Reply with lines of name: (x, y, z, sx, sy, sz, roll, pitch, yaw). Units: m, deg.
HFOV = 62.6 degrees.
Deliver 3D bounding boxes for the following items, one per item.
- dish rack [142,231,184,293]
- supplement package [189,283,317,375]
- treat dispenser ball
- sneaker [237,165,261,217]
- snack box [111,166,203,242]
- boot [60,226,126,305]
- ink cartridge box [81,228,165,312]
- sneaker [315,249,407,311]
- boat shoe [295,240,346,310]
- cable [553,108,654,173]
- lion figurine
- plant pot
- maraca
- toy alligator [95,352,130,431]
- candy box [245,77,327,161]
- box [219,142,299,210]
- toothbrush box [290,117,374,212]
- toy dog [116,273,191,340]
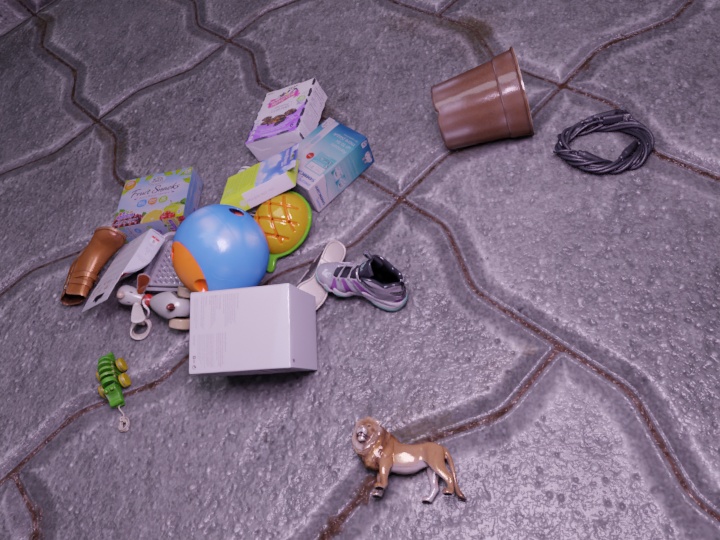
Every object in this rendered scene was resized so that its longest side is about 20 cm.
dish rack: (-0.402, -0.014, 1.384, 0.198, 0.044, 0.173, 1, 56, 18)
supplement package: (-0.200, 0.119, 1.128, 0.198, 0.151, 0.153, -6, 77, 14)
treat dispenser ball: (-0.289, -0.036, 1.230, 0.199, 0.201, 0.202, -9, 53, 11)
sneaker: (-0.262, -0.176, 1.435, 0.115, 0.076, 0.200, -43, 57, -17)
snack box: (-0.516, -0.168, 1.515, 0.198, 0.068, 0.170, -8, 54, 11)
boot: (-0.639, -0.010, 1.402, 0.199, 0.077, 0.156, -22, 44, 32)
ink cartridge box: (-0.542, 0.010, 1.357, 0.162, 0.050, 0.201, -19, 43, 44)
sneaker: (0.000, 0.000, 1.162, 0.198, 0.140, 0.078, 15, 61, 12)
boat shoe: (-0.093, 0.026, 1.257, 0.067, 0.057, 0.201, 33, 70, -5)
cable: (0.519, -0.269, 1.279, 0.198, 0.051, 0.164, -13, 57, 5)
lion figurine: (0.080, 0.314, 0.987, 0.198, 0.073, 0.123, 7, 49, 5)
plant pot: (0.274, -0.374, 1.347, 0.197, 0.201, 0.201, -15, 52, 16)
maraca: (-0.193, -0.088, 1.335, 0.137, 0.107, 0.200, 41, 94, 20)
toy alligator: (-0.516, 0.240, 1.228, 0.059, 0.054, 0.201, -28, 52, -3)
candy box: (-0.192, -0.395, 1.552, 0.167, 0.072, 0.201, -8, 51, 29)
box: (-0.218, -0.206, 1.347, 0.199, 0.048, 0.122, -23, 35, 15)
toothbrush box: (-0.089, -0.258, 1.435, 0.200, 0.085, 0.146, -44, 54, -14)
toy dog: (-0.444, 0.072, 1.270, 0.198, 0.096, 0.133, -12, 82, 12)
